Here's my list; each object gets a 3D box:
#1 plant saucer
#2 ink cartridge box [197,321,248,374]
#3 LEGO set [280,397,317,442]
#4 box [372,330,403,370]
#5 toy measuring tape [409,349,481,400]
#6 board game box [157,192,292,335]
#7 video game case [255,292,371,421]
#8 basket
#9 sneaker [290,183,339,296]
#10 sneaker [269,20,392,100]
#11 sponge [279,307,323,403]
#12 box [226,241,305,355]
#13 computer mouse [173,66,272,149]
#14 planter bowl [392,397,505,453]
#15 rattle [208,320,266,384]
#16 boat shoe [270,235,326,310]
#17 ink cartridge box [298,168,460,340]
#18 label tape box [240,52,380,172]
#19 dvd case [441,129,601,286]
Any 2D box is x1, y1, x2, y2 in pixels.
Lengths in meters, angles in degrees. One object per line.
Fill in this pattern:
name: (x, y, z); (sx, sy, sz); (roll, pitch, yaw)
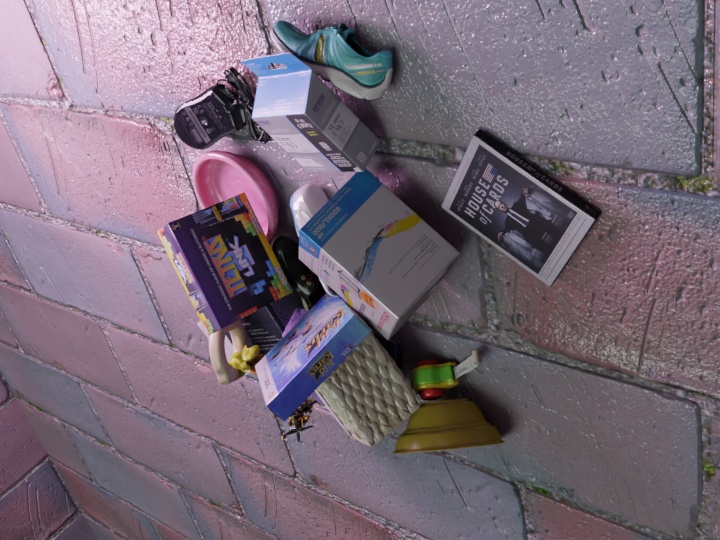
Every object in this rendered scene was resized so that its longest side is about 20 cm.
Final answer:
plant saucer: (-0.222, -0.136, 1.552); (0.200, 0.051, 0.201); (27, 139, 27)
ink cartridge box: (-0.254, 0.140, 1.846); (0.160, 0.047, 0.200); (53, 138, -6)
LEGO set: (-0.107, 0.240, 1.672); (0.116, 0.153, 0.201); (46, 152, 48)
box: (0.024, 0.174, 1.599); (0.121, 0.032, 0.201); (26, 139, 25)
toy measuring tape: (0.134, 0.178, 1.452); (0.074, 0.074, 0.200); (46, 149, 2)
board game box: (-0.232, -0.014, 1.463); (0.057, 0.165, 0.201); (-23, 94, 51)
video game case: (-0.083, 0.130, 1.384); (0.045, 0.200, 0.181); (44, -179, -19)
basket: (-0.002, 0.193, 1.475); (0.200, 0.135, 0.123); (55, 166, -11)
sneaker: (-0.067, -0.047, 1.422); (0.072, 0.072, 0.201); (-39, 66, 54)
sneaker: (-0.038, -0.316, 1.204); (0.199, 0.077, 0.080); (29, 120, 17)
sponge: (-0.090, 0.163, 1.575); (0.030, 0.112, 0.200); (14, 158, 31)
box: (-0.192, 0.062, 1.645); (0.196, 0.117, 0.201); (-11, 116, 49)
computer mouse: (-0.240, -0.268, 1.456); (0.199, 0.053, 0.139); (-11, 116, 37)
planter bowl: (0.150, 0.270, 1.481); (0.200, 0.199, 0.084); (-18, 74, 51)
rattle: (-0.214, 0.105, 1.556); (0.142, 0.130, 0.202); (-2, 95, 33)
boat shoe: (-0.093, 0.018, 1.543); (0.063, 0.074, 0.202); (-3, 127, 48)
ink cartridge box: (0.024, -0.022, 1.296); (0.200, 0.145, 0.147); (42, 164, 8)
label tape box: (-0.087, -0.228, 1.246); (0.200, 0.066, 0.143); (39, 161, -35)
dvd case: (0.218, -0.085, 1.177); (0.200, 0.025, 0.151); (37, 142, 13)
